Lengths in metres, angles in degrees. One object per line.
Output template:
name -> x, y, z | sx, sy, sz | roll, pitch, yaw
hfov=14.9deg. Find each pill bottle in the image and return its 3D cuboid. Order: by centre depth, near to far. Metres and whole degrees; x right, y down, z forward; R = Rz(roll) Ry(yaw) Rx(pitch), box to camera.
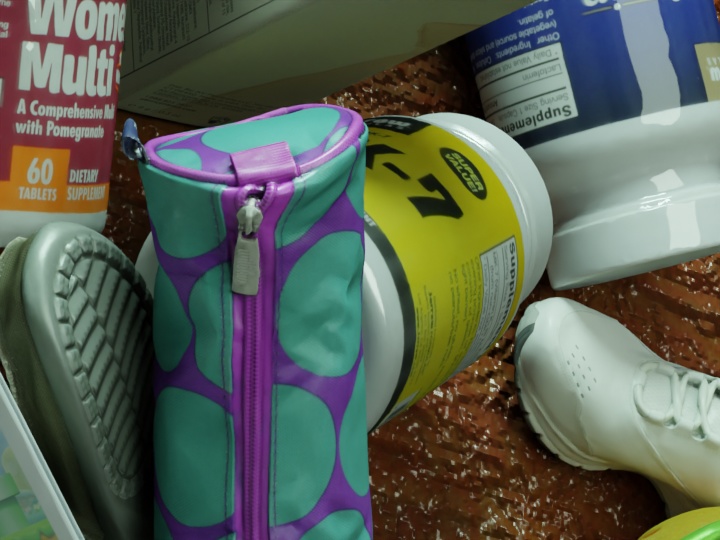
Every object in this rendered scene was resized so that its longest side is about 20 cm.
pill bottle -> -0.139, -0.114, 1.024 | 0.109, 0.109, 0.201 | 2, 97, -40
pill bottle -> 0.000, 0.000, 1.115 | 0.200, 0.114, 0.115 | -29, 98, -63
pill bottle -> 0.109, -0.098, 1.263 | 0.115, 0.115, 0.201 | -12, 86, -41

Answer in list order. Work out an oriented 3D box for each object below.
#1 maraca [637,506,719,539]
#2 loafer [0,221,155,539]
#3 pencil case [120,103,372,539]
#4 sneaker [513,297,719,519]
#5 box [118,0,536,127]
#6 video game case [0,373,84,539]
maraca -> 0.178, 0.173, 1.251 | 0.200, 0.137, 0.107 | 27, 18, -43
loafer -> -0.108, 0.063, 1.014 | 0.201, 0.069, 0.075 | 79, 22, -43
pencil case -> -0.037, 0.044, 0.978 | 0.092, 0.085, 0.201 | -76, 165, -74
sneaker -> 0.153, 0.071, 1.273 | 0.200, 0.087, 0.075 | 36, 59, -27
box -> -0.018, -0.129, 1.106 | 0.077, 0.200, 0.096 | 10, 72, -38
video game case -> -0.169, 0.089, 0.900 | 0.142, 0.017, 0.201 | -24, 113, -1
